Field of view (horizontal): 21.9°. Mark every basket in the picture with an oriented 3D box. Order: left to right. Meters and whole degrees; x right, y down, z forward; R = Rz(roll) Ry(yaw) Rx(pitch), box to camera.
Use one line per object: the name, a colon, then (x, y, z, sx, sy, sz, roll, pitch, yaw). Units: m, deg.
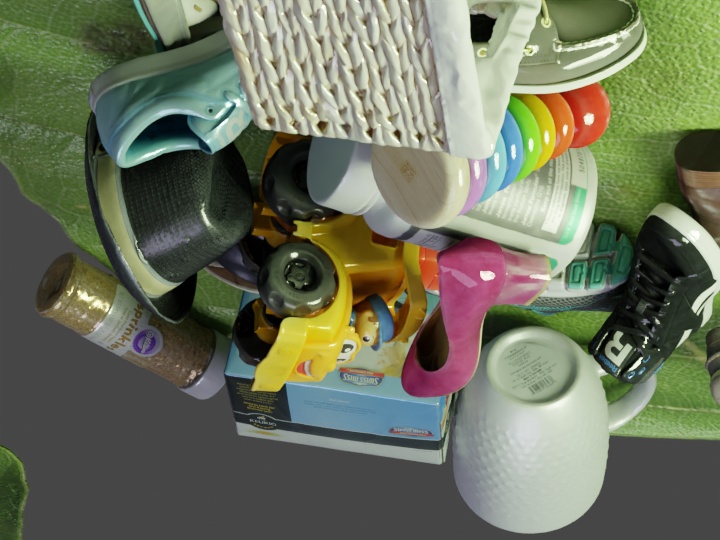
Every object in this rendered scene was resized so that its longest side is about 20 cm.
basket: (0.016, -0.203, 1.108, 0.160, 0.199, 0.201, 6, 143, 18)

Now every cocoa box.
cocoa box: (-0.012, 0.080, 1.700, 0.199, 0.134, 0.131, 7, 151, 8)

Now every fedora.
fedora: (-0.138, -0.060, 1.458, 0.091, 0.202, 0.201, -17, 143, 15)

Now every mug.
mug: (0.182, 0.130, 1.732, 0.199, 0.148, 0.176, -17, 144, -10)

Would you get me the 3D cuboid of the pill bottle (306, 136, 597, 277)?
pill bottle: (0.068, -0.070, 1.402, 0.199, 0.114, 0.113, 16, 152, -22)

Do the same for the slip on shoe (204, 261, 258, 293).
slip on shoe: (-0.057, -0.013, 1.629, 0.199, 0.077, 0.061, 11, -178, 4)

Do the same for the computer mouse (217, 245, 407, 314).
computer mouse: (-0.039, 0.000, 1.581, 0.199, 0.059, 0.034, 20, -178, 3)

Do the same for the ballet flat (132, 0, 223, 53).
ballet flat: (-0.130, -0.185, 1.364, 0.063, 0.068, 0.200, -18, 150, -3)

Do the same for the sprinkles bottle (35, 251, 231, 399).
sprinkles bottle: (-0.216, 0.055, 1.800, 0.199, 0.069, 0.068, 31, 146, -30)

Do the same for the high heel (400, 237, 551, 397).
high heel: (0.056, 0.040, 1.412, 0.095, 0.068, 0.200, 6, 152, -28)

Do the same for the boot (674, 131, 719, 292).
boot: (0.340, -0.027, 1.448, 0.185, 0.064, 0.200, 13, 151, 26)

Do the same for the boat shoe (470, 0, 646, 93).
boat shoe: (0.098, -0.162, 1.268, 0.200, 0.072, 0.060, -8, 140, -2)

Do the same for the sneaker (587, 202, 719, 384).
sneaker: (0.233, 0.033, 1.495, 0.073, 0.112, 0.200, 38, 168, 23)

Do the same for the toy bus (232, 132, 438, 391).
toy bus: (0.000, 0.000, 1.500, 0.191, 0.201, 0.136, 10, 152, -13)

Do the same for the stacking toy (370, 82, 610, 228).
stacking toy: (0.102, -0.097, 1.323, 0.199, 0.086, 0.085, -24, 177, -40)

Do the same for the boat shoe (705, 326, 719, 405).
boat shoe: (0.382, 0.074, 1.610, 0.199, 0.074, 0.074, 4, 150, -32)

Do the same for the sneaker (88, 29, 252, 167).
sneaker: (-0.093, -0.122, 1.335, 0.199, 0.082, 0.074, -19, 152, 7)

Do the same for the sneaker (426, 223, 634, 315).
sneaker: (0.136, 0.009, 1.585, 0.199, 0.078, 0.091, 4, 155, 16)
